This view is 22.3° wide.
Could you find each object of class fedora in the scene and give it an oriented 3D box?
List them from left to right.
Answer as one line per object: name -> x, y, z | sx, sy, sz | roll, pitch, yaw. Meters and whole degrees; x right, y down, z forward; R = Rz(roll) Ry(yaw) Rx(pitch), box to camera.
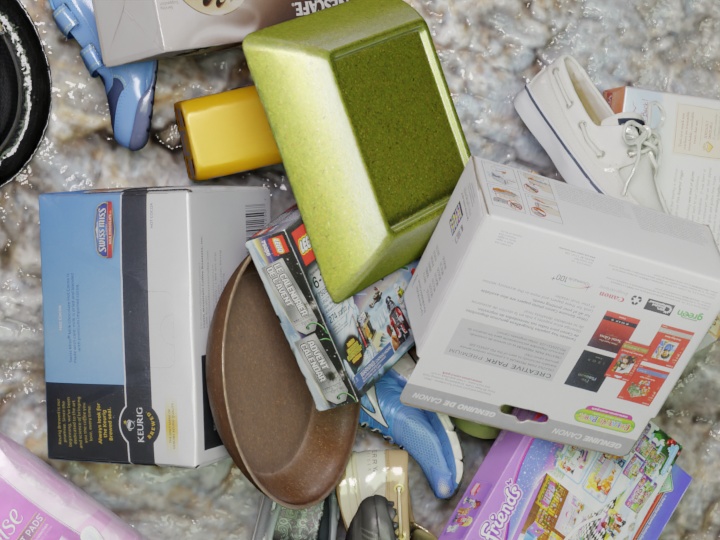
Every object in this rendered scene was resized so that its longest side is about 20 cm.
fedora -> -0.321, -0.146, 1.354 | 0.200, 0.092, 0.201 | -1, 93, -12

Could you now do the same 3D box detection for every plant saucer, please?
plant saucer -> -0.061, 0.075, 1.340 | 0.037, 0.200, 0.201 | -4, 95, 28
plant saucer -> 0.017, -0.101, 1.341 | 0.200, 0.048, 0.200 | -29, 102, -54

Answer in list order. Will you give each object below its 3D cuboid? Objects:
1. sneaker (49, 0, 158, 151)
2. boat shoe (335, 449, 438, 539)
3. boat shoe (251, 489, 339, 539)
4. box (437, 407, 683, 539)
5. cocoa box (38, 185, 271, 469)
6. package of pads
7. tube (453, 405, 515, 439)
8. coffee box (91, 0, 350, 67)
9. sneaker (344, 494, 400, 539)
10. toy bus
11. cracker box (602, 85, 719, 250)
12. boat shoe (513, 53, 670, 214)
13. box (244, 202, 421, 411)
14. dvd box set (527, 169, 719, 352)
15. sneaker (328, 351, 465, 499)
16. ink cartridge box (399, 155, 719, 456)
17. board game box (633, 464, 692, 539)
sneaker -> -0.197, -0.189, 1.395 | 0.082, 0.074, 0.201 | -7, 87, -10
boat shoe -> 0.033, 0.228, 1.441 | 0.066, 0.074, 0.201 | -13, 119, 8
boat shoe -> -0.056, 0.233, 1.445 | 0.070, 0.071, 0.202 | 7, 91, -13
box -> 0.156, 0.185, 1.447 | 0.137, 0.039, 0.200 | 39, 74, -23
cocoa box -> -0.150, 0.038, 1.361 | 0.131, 0.133, 0.201 | 0, 93, 24
package of pads -> -0.240, 0.224, 1.401 | 0.200, 0.076, 0.121 | 38, 81, -12
tube -> 0.117, 0.042, 1.437 | 0.058, 0.052, 0.201 | -6, 128, -24
coffee box -> -0.101, -0.222, 1.365 | 0.200, 0.080, 0.114 | -14, 95, -42
sneaker -> -0.024, 0.256, 1.379 | 0.090, 0.067, 0.201 | 8, 117, -8
toy bus -> -0.043, -0.122, 1.427 | 0.199, 0.078, 0.065 | -13, 96, -12
cracker box -> 0.294, -0.073, 1.519 | 0.199, 0.058, 0.135 | 7, 91, -14
boat shoe -> 0.204, -0.098, 1.434 | 0.074, 0.202, 0.086 | 16, 123, -46
box -> 0.000, 0.000, 1.367 | 0.040, 0.200, 0.137 | -16, 104, 32
dvd box set -> 0.168, 0.018, 1.455 | 0.200, 0.146, 0.029 | 36, 52, -13
sneaker -> 0.011, 0.103, 1.460 | 0.089, 0.079, 0.200 | -35, 92, -2
ink cartridge box -> 0.142, 0.031, 1.347 | 0.199, 0.084, 0.176 | 16, 122, -17
board game box -> 0.172, 0.214, 1.495 | 0.134, 0.029, 0.200 | 39, 73, -17
